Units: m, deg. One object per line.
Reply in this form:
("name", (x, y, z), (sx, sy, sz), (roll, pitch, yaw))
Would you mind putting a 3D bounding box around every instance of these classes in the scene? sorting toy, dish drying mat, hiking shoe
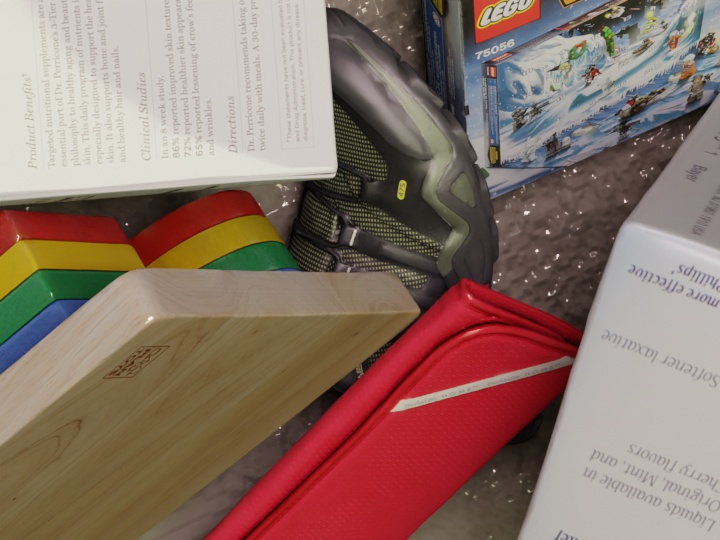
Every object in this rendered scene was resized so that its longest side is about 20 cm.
("sorting toy", (-0.108, 0.045, 0.921), (0.200, 0.199, 0.070), (-39, 74, 20))
("dish drying mat", (0.002, 0.083, 1.014), (0.077, 0.018, 0.200), (21, 123, -39))
("hiking shoe", (0.000, 0.000, 1.005), (0.101, 0.076, 0.200), (-28, 115, -13))

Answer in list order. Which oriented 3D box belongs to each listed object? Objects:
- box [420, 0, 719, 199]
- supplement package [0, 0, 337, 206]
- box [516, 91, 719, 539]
("box", (0.119, -0.112, 0.993), (0.200, 0.040, 0.137), (-24, 149, -11))
("supplement package", (-0.129, -0.097, 0.871), (0.200, 0.151, 0.152), (-5, 93, -18))
("box", (0.137, 0.056, 0.980), (0.105, 0.184, 0.200), (22, 116, 12))
